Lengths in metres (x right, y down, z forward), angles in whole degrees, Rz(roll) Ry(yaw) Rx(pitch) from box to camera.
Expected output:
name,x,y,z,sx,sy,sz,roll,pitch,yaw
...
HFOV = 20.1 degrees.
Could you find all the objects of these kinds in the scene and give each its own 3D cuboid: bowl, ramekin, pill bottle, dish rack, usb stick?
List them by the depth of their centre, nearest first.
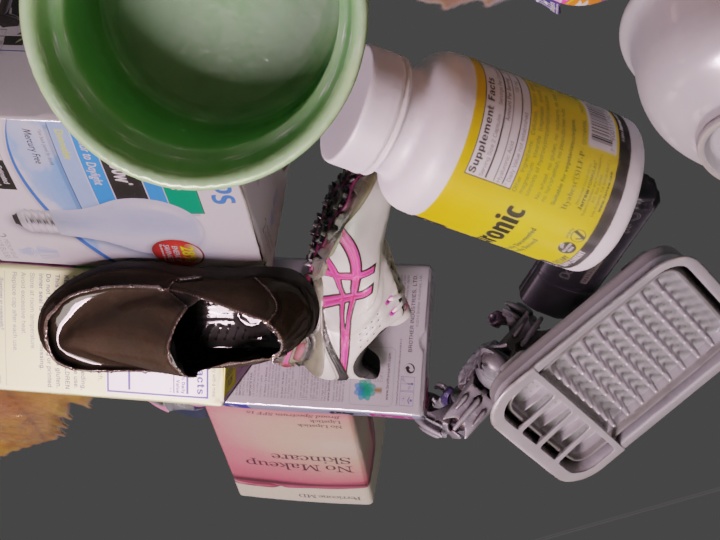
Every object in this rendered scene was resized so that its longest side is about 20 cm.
name,x,y,z,sx,sy,sz,roll,pitch,yaw
ramekin,-0.088,-0.154,1.171,0.198,0.202,0.098,4,-167,7
bowl,0.259,-0.111,1.270,0.199,0.091,0.202,6,153,3
pill bottle,0.079,-0.080,1.351,0.198,0.112,0.111,19,150,-19
usb stick,0.170,-0.018,1.526,0.055,0.033,0.200,18,151,-4
dish rack,0.198,0.068,1.582,0.200,0.044,0.171,-40,139,10

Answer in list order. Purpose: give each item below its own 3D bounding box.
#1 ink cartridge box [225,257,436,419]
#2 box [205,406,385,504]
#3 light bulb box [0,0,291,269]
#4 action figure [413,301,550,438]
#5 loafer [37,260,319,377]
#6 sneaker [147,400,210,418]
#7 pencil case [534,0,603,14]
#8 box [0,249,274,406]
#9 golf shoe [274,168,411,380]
name,x,y,z,sx,sy,sz,roll,pitch,yaw
ink cartridge box,-0.042,0.052,1.615,0.198,0.121,0.042,3,171,7
box,-0.052,0.110,1.738,0.127,0.110,0.200,3,151,9
light bulb box,-0.160,-0.098,1.362,0.198,0.126,0.199,3,152,10
action figure,0.096,0.091,1.659,0.069,0.130,0.200,49,168,10
loafer,-0.130,0.035,1.376,0.198,0.071,0.074,-7,111,13
sneaker,-0.158,0.075,1.740,0.081,0.071,0.201,3,151,1
pencil case,0.120,-0.228,1.096,0.087,0.088,0.200,5,153,5
box,-0.177,0.024,1.516,0.198,0.098,0.176,4,-166,9
golf shoe,0.000,0.000,1.524,0.091,0.073,0.201,15,130,-5
